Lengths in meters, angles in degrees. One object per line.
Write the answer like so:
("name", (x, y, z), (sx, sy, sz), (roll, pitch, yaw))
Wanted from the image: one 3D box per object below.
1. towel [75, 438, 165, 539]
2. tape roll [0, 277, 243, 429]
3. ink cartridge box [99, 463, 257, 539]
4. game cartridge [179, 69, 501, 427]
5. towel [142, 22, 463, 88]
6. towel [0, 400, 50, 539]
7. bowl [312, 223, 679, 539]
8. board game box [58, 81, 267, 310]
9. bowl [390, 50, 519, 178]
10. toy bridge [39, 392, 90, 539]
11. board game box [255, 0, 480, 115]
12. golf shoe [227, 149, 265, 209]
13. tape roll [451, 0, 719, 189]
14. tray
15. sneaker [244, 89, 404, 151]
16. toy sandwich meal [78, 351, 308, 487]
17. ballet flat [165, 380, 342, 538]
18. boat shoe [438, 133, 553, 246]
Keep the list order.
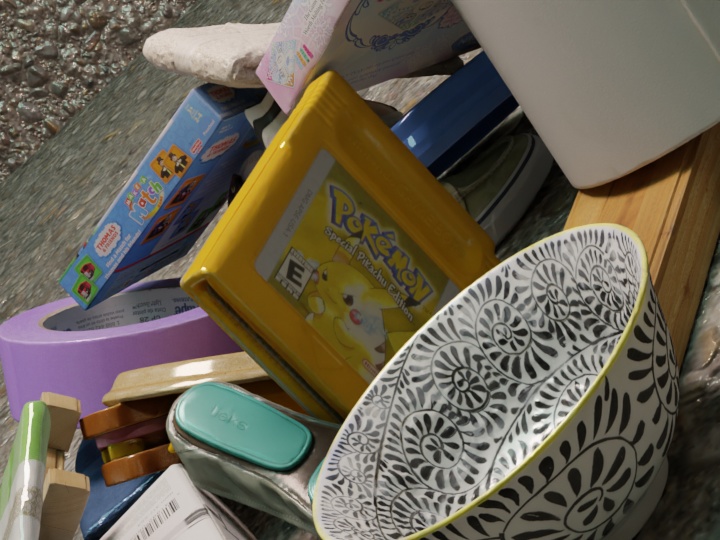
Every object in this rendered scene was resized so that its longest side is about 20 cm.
("towel", (-0.154, 0.143, 1.281), (0.111, 0.049, 0.200), (-39, 16, 1))
("tape roll", (-0.166, 0.057, 1.311), (0.198, 0.066, 0.200), (-9, 11, 2))
("ink cartridge box", (-0.110, 0.207, 0.973), (0.146, 0.086, 0.200), (-46, 18, -4))
("game cartridge", (0.000, 0.000, 1.051), (0.032, 0.176, 0.201), (-28, 23, 43))
("towel", (-0.037, -0.155, 1.243), (0.199, 0.035, 0.132), (-8, 15, -32))
("towel", (-0.184, 0.191, 0.937), (0.150, 0.030, 0.201), (119, 156, -46))
("bowl", (0.081, 0.082, 0.820), (0.200, 0.094, 0.201), (-39, 19, 15))
("board game box", (-0.128, -0.069, 1.325), (0.200, 0.037, 0.151), (-50, -8, 29))
("bowl", (0.059, -0.101, 1.275), (0.200, 0.039, 0.201), (-41, -2, -2))
("toy bridge", (-0.181, 0.149, 1.039), (0.200, 0.027, 0.068), (-112, 40, -61))
("board game box", (0.051, -0.199, 1.116), (0.199, 0.043, 0.199), (-24, -22, -38))
("golf shoe", (-0.068, -0.037, 1.270), (0.077, 0.095, 0.200), (-17, 8, -5))
("tape roll", (0.171, -0.161, 1.033), (0.202, 0.140, 0.203), (-34, 6, 4))
("tray", (0.143, 0.001, 0.966), (0.098, 0.037, 0.201), (-30, 23, 39))
("sneaker", (-0.022, -0.108, 1.281), (0.074, 0.080, 0.200), (-43, -5, 15))
("toy sandwich meal", (-0.079, 0.091, 1.130), (0.203, 0.071, 0.205), (-8, -4, -1))
("ballet flat", (-0.022, 0.118, 0.978), (0.199, 0.064, 0.067), (21, 53, 31))
("boat shoe", (0.047, -0.026, 1.197), (0.200, 0.062, 0.072), (-46, 17, -5))
